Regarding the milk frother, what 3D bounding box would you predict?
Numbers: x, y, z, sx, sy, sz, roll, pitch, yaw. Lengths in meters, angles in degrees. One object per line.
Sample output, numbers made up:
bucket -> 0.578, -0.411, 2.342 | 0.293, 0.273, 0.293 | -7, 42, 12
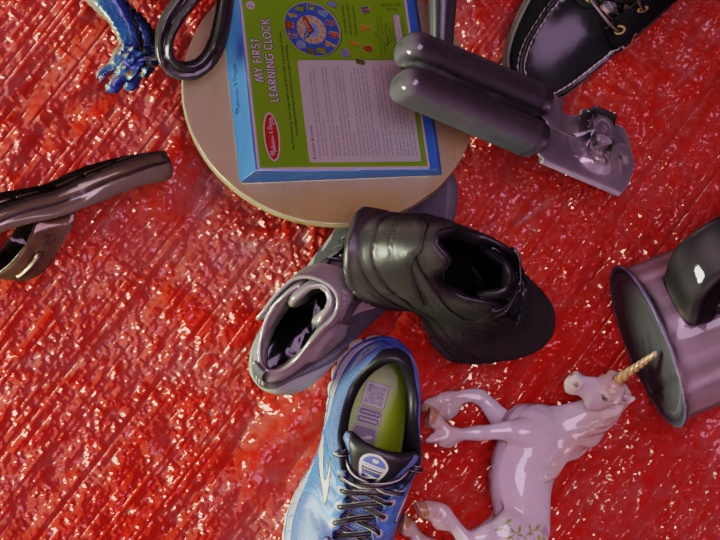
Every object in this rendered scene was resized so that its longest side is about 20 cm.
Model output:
milk frother -> 0.257, -0.030, 1.606 | 0.187, 0.181, 0.200 | -21, 46, -9

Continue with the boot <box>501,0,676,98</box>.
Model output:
boot -> 0.190, -0.194, 1.580 | 0.204, 0.154, 0.073 | -47, 106, -10

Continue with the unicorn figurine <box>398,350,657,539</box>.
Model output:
unicorn figurine -> 0.105, 0.130, 1.598 | 0.137, 0.074, 0.201 | 11, 100, -8

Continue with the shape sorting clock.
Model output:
shape sorting clock -> -0.021, -0.118, 1.589 | 0.199, 0.039, 0.201 | 5, 63, -10

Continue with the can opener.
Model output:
can opener -> 0.098, -0.098, 1.580 | 0.199, 0.067, 0.054 | 20, 64, -28

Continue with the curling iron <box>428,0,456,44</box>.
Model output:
curling iron -> 0.046, -0.219, 1.576 | 0.049, 0.026, 0.201 | -5, 95, 4

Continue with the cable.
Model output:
cable -> -0.089, -0.226, 1.555 | 0.097, 0.050, 0.201 | 1, 107, -19

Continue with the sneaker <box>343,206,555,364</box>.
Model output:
sneaker -> 0.076, 0.015, 1.548 | 0.200, 0.090, 0.076 | 23, 71, -48

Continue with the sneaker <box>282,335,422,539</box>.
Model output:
sneaker -> -0.003, 0.140, 1.567 | 0.078, 0.089, 0.201 | 10, 85, -5

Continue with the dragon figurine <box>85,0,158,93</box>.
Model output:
dragon figurine -> -0.145, -0.218, 1.588 | 0.099, 0.059, 0.201 | 26, 86, -6

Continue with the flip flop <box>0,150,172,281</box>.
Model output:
flip flop -> -0.215, -0.026, 1.565 | 0.199, 0.081, 0.058 | -21, 103, -14

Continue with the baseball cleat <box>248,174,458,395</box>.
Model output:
baseball cleat -> 0.000, 0.000, 1.568 | 0.070, 0.106, 0.200 | 35, 80, 7
